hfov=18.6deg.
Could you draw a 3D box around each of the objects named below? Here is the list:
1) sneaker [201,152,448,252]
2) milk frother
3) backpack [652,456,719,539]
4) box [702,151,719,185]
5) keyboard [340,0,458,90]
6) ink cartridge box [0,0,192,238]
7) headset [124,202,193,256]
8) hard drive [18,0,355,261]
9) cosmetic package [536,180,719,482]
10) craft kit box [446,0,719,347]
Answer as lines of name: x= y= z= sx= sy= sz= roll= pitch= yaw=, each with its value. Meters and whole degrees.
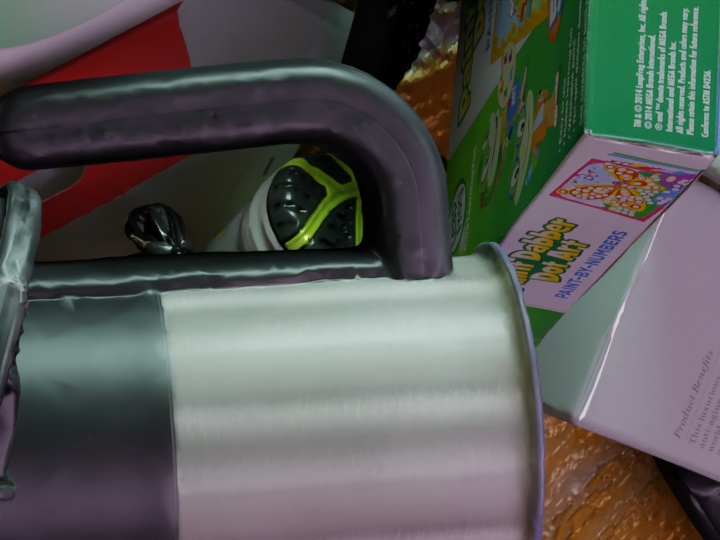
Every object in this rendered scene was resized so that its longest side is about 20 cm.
sneaker: x=0.000 y=0.000 z=0.849 sx=0.076 sy=0.076 sz=0.200 roll=-32 pitch=158 yaw=24
milk frother: x=-0.039 y=0.042 z=0.627 sx=0.187 sy=0.200 sz=0.181 roll=-4 pitch=114 yaw=-10
backpack: x=0.243 y=0.063 z=1.028 sx=0.200 sy=0.154 sz=0.163 roll=-32 pitch=126 yaw=10
box: x=0.195 y=-0.119 z=0.861 sx=0.199 sy=0.171 sz=0.201 roll=21 pitch=100 yaw=-41
keyboard: x=0.035 y=-0.131 z=0.765 sx=0.104 sy=0.040 sz=0.201 roll=-50 pitch=162 yaw=-48
ink cartridge box: x=-0.121 y=-0.058 z=0.672 sx=0.161 sy=0.050 sz=0.200 roll=-30 pitch=140 yaw=-13
headset: x=-0.126 y=0.059 z=0.776 sx=0.123 sy=0.094 sz=0.200 roll=30 pitch=105 yaw=-42
hard drive: x=-0.104 y=-0.069 z=0.770 sx=0.200 sy=0.026 sz=0.132 roll=22 pitch=99 yaw=-42
cosmetic package: x=0.153 y=0.035 z=0.874 sx=0.200 sy=0.071 sz=0.102 roll=24 pitch=87 yaw=-34
craft kit box: x=0.071 y=-0.098 z=0.725 sx=0.048 sy=0.198 sz=0.201 roll=7 pitch=71 yaw=-6
